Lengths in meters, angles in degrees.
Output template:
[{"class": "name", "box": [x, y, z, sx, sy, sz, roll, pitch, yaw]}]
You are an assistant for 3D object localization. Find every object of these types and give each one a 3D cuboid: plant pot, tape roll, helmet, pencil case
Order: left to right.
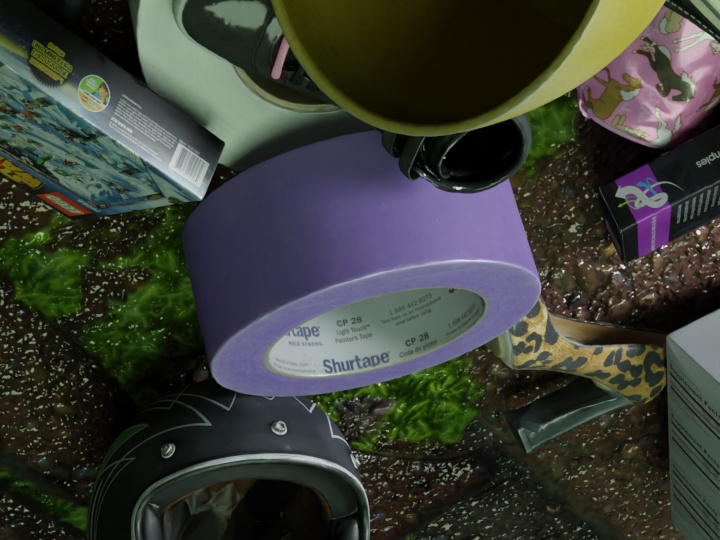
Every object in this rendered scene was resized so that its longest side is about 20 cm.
[{"class": "helmet", "box": [-0.087, 0.167, 0.949, 0.199, 0.192, 0.200, 2, 170, 0]}, {"class": "tape roll", "box": [-0.026, -0.150, 0.794, 0.201, 0.071, 0.203, -7, 129, -9]}, {"class": "tape roll", "box": [0.000, 0.000, 0.854, 0.199, 0.085, 0.200, -13, 159, -5]}, {"class": "plant pot", "box": [0.072, -0.163, 0.666, 0.142, 0.200, 0.200, -7, 137, -49]}, {"class": "pencil case", "box": [0.191, -0.166, 0.833, 0.083, 0.086, 0.201, -20, 139, -42]}]

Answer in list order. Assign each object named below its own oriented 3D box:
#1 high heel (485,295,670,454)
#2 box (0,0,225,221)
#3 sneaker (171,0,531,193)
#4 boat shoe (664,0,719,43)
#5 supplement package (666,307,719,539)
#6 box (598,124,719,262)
[{"class": "high heel", "box": [0.150, 0.025, 0.991, 0.142, 0.071, 0.201, -26, 129, -7]}, {"class": "box", "box": [-0.187, -0.096, 0.762, 0.137, 0.040, 0.200, -5, 148, 48]}, {"class": "sneaker", "box": [0.005, -0.099, 0.733, 0.199, 0.099, 0.071, 13, 125, -23]}, {"class": "boat shoe", "box": [0.142, -0.178, 0.764, 0.075, 0.200, 0.062, -35, 162, -41]}, {"class": "supplement package", "box": [0.335, 0.118, 1.030, 0.190, 0.147, 0.201, -24, 132, -15]}, {"class": "box", "box": [0.245, -0.072, 0.903, 0.199, 0.036, 0.143, -26, 168, 6]}]
